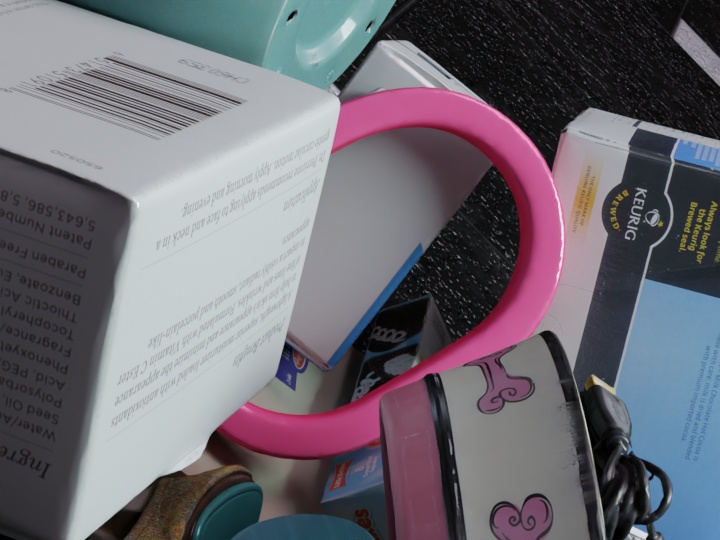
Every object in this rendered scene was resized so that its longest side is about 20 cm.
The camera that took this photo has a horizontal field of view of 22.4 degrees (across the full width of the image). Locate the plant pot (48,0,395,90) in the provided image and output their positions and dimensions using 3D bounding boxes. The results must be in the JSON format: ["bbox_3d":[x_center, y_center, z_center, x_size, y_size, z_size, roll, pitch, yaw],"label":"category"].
[{"bbox_3d":[-0.066,-0.164,0.803,0.160,0.202,0.200,36,21,15],"label":"plant pot"}]

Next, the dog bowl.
[{"bbox_3d":[0.050,0.127,0.706,0.200,0.073,0.202,174,-90,-89],"label":"dog bowl"}]

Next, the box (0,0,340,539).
[{"bbox_3d":[-0.138,-0.018,0.679,0.198,0.132,0.199,19,19,13],"label":"box"}]

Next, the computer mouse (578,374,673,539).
[{"bbox_3d":[0.115,0.146,0.747,0.110,0.043,0.202,-111,-177,-67],"label":"computer mouse"}]

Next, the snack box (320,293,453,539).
[{"bbox_3d":[0.032,0.108,0.922,0.200,0.037,0.117,-71,139,-64],"label":"snack box"}]

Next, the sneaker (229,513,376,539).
[{"bbox_3d":[-0.020,0.190,0.681,0.079,0.132,0.200,-3,26,-2],"label":"sneaker"}]

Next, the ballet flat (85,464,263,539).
[{"bbox_3d":[-0.092,0.125,0.719,0.071,0.071,0.200,44,22,-5],"label":"ballet flat"}]

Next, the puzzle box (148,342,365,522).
[{"bbox_3d":[-0.052,0.071,0.906,0.133,0.025,0.201,38,25,-19],"label":"puzzle box"}]

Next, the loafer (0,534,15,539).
[{"bbox_3d":[-0.144,0.089,0.676,0.072,0.063,0.201,35,26,-25],"label":"loafer"}]

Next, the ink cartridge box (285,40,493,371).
[{"bbox_3d":[0.006,-0.042,0.970,0.086,0.147,0.200,38,8,-2],"label":"ink cartridge box"}]

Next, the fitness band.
[{"bbox_3d":[0.000,0.000,0.839,0.144,0.199,0.037,60,-6,-1],"label":"fitness band"}]

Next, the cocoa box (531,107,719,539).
[{"bbox_3d":[0.148,0.032,0.929,0.130,0.202,0.133,15,13,9],"label":"cocoa box"}]
